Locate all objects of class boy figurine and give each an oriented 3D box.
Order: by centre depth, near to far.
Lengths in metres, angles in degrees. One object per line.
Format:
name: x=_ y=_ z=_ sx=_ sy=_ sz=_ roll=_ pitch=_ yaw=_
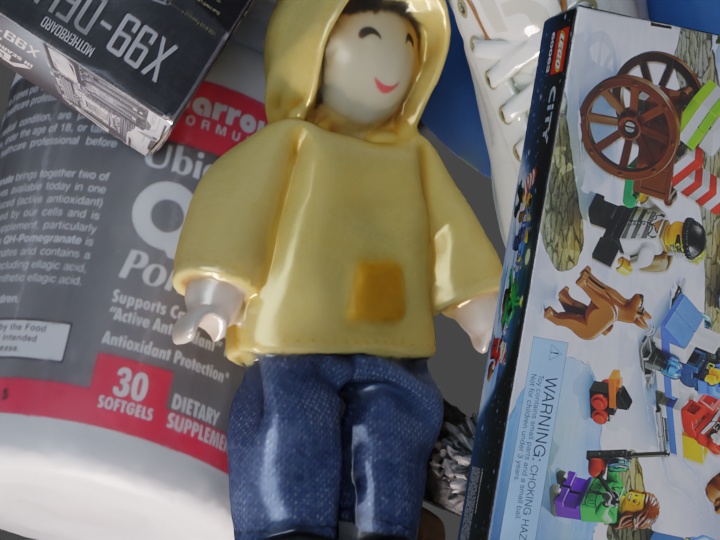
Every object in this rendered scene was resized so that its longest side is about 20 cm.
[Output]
boy figurine: x=0.000 y=0.000 z=0.764 sx=0.064 sy=0.124 sz=0.201 roll=-11 pitch=72 yaw=56

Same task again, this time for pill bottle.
pill bottle: x=-0.071 y=-0.013 z=0.820 sx=0.110 sy=0.111 sz=0.201 roll=6 pitch=70 yaw=16

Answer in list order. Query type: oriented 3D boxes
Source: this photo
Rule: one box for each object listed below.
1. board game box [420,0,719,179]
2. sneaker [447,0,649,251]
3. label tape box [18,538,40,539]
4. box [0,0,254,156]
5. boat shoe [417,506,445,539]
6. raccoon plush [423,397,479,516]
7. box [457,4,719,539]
board game box: x=0.096 y=-0.114 z=0.833 sx=0.157 sy=0.039 sz=0.201 roll=0 pitch=81 yaw=21
sneaker: x=0.055 y=-0.062 z=0.764 sx=0.073 sy=0.085 sz=0.201 roll=-20 pitch=71 yaw=26
label tape box: x=-0.145 y=0.169 z=0.858 sx=0.199 sy=0.066 sz=0.144 roll=-6 pitch=84 yaw=-9
box: x=-0.103 y=-0.155 z=0.755 sx=0.200 sy=0.050 sz=0.158 roll=32 pitch=74 yaw=-8
boat shoe: x=-0.006 y=0.170 z=0.810 sx=0.072 sy=0.072 sz=0.201 roll=15 pitch=97 yaw=61
raccoon plush: x=0.088 y=0.028 z=0.800 sx=0.199 sy=0.097 sz=0.135 roll=20 pitch=84 yaw=16
box: x=0.105 y=0.036 z=0.720 sx=0.136 sy=0.038 sz=0.201 roll=10 pitch=87 yaw=-10
